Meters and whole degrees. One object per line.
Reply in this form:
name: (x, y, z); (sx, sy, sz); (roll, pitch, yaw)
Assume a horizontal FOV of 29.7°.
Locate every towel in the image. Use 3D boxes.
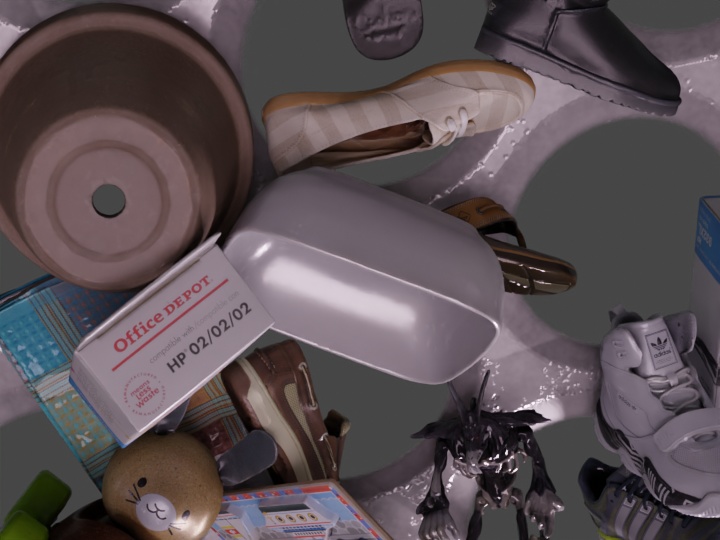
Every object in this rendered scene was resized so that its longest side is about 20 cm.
towel: (-0.184, 0.080, 1.056); (0.145, 0.022, 0.202); (-26, 114, 6)

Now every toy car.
toy car: (-0.156, 0.178, 1.018); (0.164, 0.158, 0.201); (38, 99, -8)

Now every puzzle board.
puzzle board: (-0.038, 0.224, 1.068); (0.199, 0.017, 0.151); (-17, 123, 48)

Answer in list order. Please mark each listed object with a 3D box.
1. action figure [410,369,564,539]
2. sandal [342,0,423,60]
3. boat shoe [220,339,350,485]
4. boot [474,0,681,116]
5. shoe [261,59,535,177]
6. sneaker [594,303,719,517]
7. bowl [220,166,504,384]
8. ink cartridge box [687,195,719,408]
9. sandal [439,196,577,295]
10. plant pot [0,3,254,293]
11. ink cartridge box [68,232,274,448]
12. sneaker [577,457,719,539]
action figure: (0.107, 0.185, 1.090); (0.117, 0.102, 0.202); (-12, 117, 12)
sandal: (0.006, -0.238, 0.922); (0.074, 0.045, 0.203); (-15, 114, 1)
boat shoe: (-0.036, 0.143, 1.074); (0.074, 0.075, 0.204); (-32, 123, -15)
boot: (0.186, -0.224, 0.942); (0.163, 0.066, 0.203); (16, 107, -15)
shoe: (0.029, -0.102, 0.967); (0.197, 0.054, 0.070); (-8, 151, 4)
sneaker: (0.235, 0.100, 1.017); (0.074, 0.200, 0.117); (-12, 109, -17)
bowl: (0.000, 0.000, 0.964); (0.197, 0.200, 0.076); (19, 69, -5)
ink cartridge box: (0.335, 0.047, 1.060); (0.143, 0.084, 0.203); (-3, 114, -6)
sandal: (0.074, -0.032, 1.016); (0.197, 0.082, 0.055); (20, 76, -3)
plant pot: (-0.163, -0.068, 0.897); (0.197, 0.175, 0.204); (-2, 105, -8)
ink cartridge box: (-0.127, 0.052, 0.900); (0.115, 0.200, 0.068); (-39, 90, -17)
sneaker: (0.235, 0.188, 1.066); (0.074, 0.199, 0.081); (-43, 101, -25)
